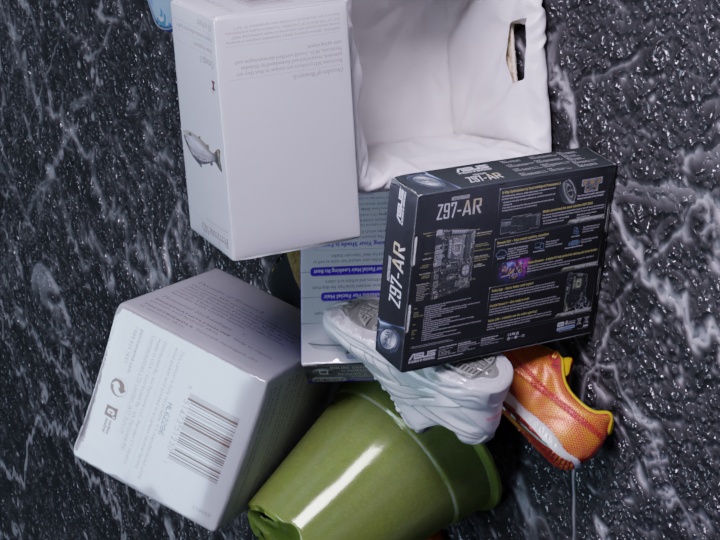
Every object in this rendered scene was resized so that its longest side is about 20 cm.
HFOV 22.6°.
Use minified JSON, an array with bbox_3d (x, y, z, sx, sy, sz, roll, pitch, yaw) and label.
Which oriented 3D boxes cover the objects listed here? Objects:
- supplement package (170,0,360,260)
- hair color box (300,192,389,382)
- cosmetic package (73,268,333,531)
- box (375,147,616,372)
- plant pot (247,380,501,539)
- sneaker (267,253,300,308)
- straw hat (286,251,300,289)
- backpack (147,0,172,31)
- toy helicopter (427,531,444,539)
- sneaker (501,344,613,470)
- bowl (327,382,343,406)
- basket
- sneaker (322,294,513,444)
[{"bbox_3d":[-0.078,-0.125,1.487,0.117,0.117,0.201,-148,51,-61],"label":"supplement package"},{"bbox_3d":[0.000,0.000,1.676,0.065,0.109,0.201,81,-172,-69],"label":"hair color box"},{"bbox_3d":[-0.140,0.119,1.738,0.166,0.200,0.168,25,108,17],"label":"cosmetic package"},{"bbox_3d":[0.113,-0.010,1.498,0.044,0.200,0.161,38,131,50],"label":"box"},{"bbox_3d":[-0.001,0.210,1.717,0.200,0.190,0.200,40,156,22],"label":"plant pot"},{"bbox_3d":[-0.061,-0.022,1.947,0.106,0.075,0.200,33,129,49],"label":"sneaker"},{"bbox_3d":[0.005,0.008,1.818,0.201,0.085,0.201,53,161,27],"label":"straw hat"},{"bbox_3d":[-0.159,-0.332,1.960,0.200,0.147,0.183,-53,50,57],"label":"backpack"},{"bbox_3d":[0.010,0.270,1.916,0.200,0.079,0.133,133,122,-63],"label":"toy helicopter"},{"bbox_3d":[0.141,0.089,1.587,0.200,0.077,0.073,45,169,20],"label":"sneaker"},{"bbox_3d":[-0.096,0.097,1.939,0.200,0.075,0.200,25,165,22],"label":"bowl"},{"bbox_3d":[0.044,-0.182,1.583,0.161,0.200,0.199,-162,65,-64],"label":"basket"},{"bbox_3d":[0.040,0.093,1.569,0.200,0.078,0.100,30,130,35],"label":"sneaker"}]
